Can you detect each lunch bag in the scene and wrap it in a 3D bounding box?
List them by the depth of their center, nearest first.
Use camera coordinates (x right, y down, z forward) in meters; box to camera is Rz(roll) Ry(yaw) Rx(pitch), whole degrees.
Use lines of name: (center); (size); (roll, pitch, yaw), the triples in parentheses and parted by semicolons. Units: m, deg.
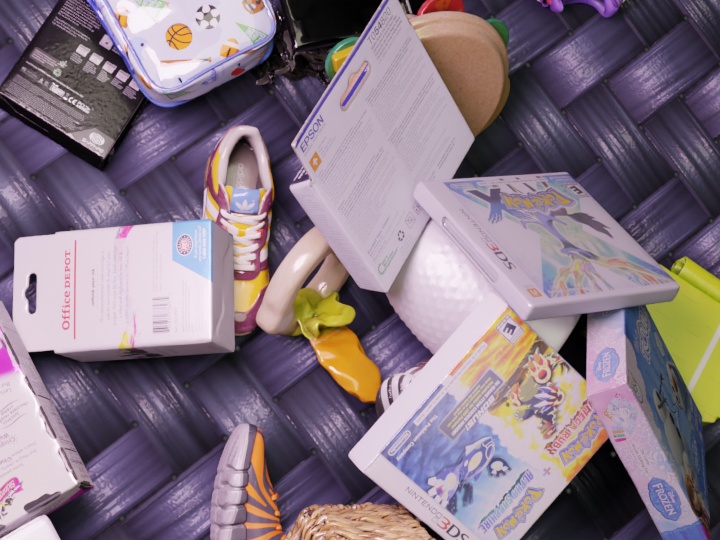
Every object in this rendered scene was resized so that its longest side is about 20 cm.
lunch bag: (-0.183, -0.267, 1.538); (0.159, 0.076, 0.201); (-29, 84, -8)

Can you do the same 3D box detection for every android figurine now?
android figurine: (0.327, 0.080, 1.654); (0.199, 0.041, 0.183); (31, 73, -5)

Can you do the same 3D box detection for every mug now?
mug: (0.121, 0.007, 1.579); (0.175, 0.148, 0.200); (37, 42, -3)

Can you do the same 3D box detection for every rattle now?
rattle: (0.000, 0.000, 1.513); (0.143, 0.130, 0.201); (43, 102, 34)

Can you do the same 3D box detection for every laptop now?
laptop: (-0.010, -0.308, 1.615); (0.198, 0.116, 0.189); (-14, 81, -18)

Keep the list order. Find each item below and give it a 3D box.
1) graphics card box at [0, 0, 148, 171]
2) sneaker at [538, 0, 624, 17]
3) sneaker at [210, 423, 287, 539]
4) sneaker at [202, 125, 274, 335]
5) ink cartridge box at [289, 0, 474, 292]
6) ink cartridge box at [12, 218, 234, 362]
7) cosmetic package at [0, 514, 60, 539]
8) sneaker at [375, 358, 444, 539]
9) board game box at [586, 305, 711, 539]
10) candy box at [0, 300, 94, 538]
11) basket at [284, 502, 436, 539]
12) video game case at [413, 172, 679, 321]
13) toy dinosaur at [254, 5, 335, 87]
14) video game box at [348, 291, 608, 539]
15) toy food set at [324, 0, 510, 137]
graphics card box: (-0.253, -0.215, 1.577); (0.125, 0.051, 0.201); (31, 72, -5)
sneaker: (0.193, -0.319, 1.691); (0.198, 0.081, 0.084); (14, 81, -10)
sneaker: (-0.083, 0.248, 1.513); (0.111, 0.078, 0.202); (6, 88, -16)
sneaker: (-0.120, -0.040, 1.549); (0.074, 0.090, 0.202); (-1, 78, -13)
ink cartridge box: (0.013, -0.118, 1.462); (0.200, 0.040, 0.201); (-59, 137, -27)
ink cartridge box: (-0.221, 0.022, 1.503); (0.198, 0.068, 0.116); (-4, 78, 14)
cosmetic package: (-0.299, 0.343, 1.386); (0.165, 0.167, 0.201); (-29, 87, -17)
sneaker: (0.084, 0.179, 1.564); (0.115, 0.075, 0.202); (-34, 117, -54)
board game box: (0.268, 0.128, 1.493); (0.043, 0.201, 0.200); (-22, 116, 20)
candy box: (-0.346, 0.140, 1.445); (0.136, 0.061, 0.201); (-29, 77, 1)
basket: (-0.003, 0.324, 1.423); (0.142, 0.149, 0.202); (5, 105, -26)
video game case: (0.173, -0.027, 1.486); (0.199, 0.022, 0.183); (-5, 43, -39)
toy dinosaur: (-0.032, -0.220, 1.613); (0.135, 0.102, 0.202); (9, 55, -27)
video game box: (0.118, 0.152, 1.468); (0.182, 0.047, 0.200); (41, 90, -29)
toy food set: (0.060, -0.181, 1.583); (0.199, 0.199, 0.049); (-23, 50, -9)
